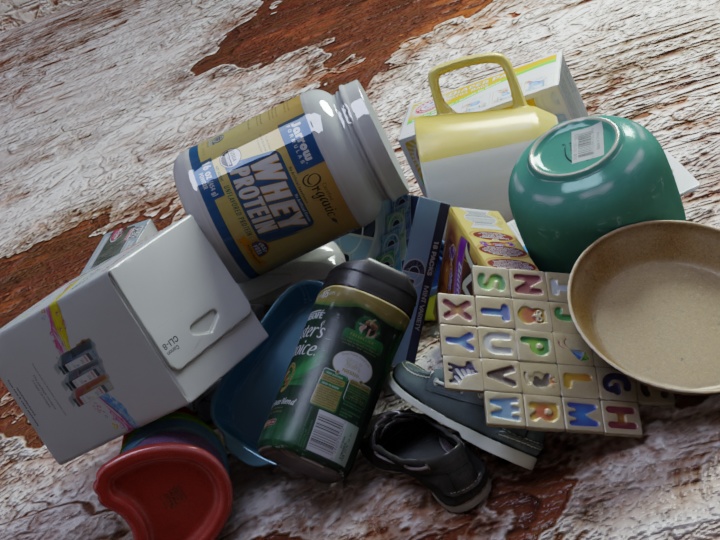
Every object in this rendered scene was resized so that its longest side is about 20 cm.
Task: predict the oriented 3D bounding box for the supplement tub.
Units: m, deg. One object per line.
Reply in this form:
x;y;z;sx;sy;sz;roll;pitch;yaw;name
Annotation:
-0.067;-0.089;1.634;0.200;0.145;0.145;-26;24;6;supplement tub

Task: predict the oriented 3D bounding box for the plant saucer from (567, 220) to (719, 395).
0.275;0.038;1.427;0.200;0.035;0.200;1;46;-1;plant saucer

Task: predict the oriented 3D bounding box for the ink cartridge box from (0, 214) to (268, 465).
-0.222;0.065;1.578;0.200;0.145;0.145;-25;10;36;ink cartridge box

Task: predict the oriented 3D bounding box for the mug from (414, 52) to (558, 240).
0.144;-0.126;1.813;0.153;0.187;0.150;-13;33;8;mug

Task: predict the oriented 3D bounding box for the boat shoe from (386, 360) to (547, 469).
0.097;0.112;1.471;0.200;0.073;0.062;29;95;54;boat shoe

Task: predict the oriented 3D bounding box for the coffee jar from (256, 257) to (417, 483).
-0.020;0.089;1.527;0.200;0.085;0.104;-68;10;-17;coffee jar

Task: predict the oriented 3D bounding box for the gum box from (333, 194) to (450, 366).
0.000;0.000;1.720;0.045;0.170;0.200;13;1;-36;gum box

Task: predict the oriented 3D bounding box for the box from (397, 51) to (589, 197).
0.157;-0.157;1.931;0.200;0.113;0.101;-19;24;19;box

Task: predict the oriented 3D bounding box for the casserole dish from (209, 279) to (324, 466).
-0.057;0.103;1.606;0.121;0.039;0.200;29;75;19;casserole dish

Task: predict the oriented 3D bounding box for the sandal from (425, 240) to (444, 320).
0.053;-0.018;1.785;0.079;0.087;0.200;-33;23;-12;sandal

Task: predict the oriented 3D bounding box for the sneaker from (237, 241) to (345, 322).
-0.101;0.025;1.704;0.200;0.078;0.099;-14;39;4;sneaker

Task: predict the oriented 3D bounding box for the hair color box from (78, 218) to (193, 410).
-0.212;0.059;1.746;0.061;0.200;0.099;-17;25;19;hair color box

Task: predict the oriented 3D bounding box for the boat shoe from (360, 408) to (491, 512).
0.049;0.151;1.476;0.067;0.057;0.200;-35;25;-16;boat shoe

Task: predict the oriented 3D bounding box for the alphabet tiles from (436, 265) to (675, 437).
0.165;0.067;1.422;0.200;0.006;0.167;5;51;-9;alphabet tiles

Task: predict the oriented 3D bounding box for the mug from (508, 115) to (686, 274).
0.204;-0.076;1.557;0.152;0.114;0.185;-42;38;-20;mug

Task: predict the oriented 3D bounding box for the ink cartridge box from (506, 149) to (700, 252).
0.239;-0.034;1.653;0.200;0.067;0.116;-25;25;1;ink cartridge box

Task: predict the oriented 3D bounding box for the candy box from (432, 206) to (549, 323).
0.120;0.028;1.576;0.056;0.117;0.200;3;20;-12;candy box

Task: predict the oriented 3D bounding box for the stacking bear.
-0.183;0.184;1.590;0.114;0.122;0.200;-29;16;-1;stacking bear

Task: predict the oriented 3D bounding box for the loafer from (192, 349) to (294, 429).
-0.077;0.122;1.671;0.200;0.073;0.072;-8;67;22;loafer
